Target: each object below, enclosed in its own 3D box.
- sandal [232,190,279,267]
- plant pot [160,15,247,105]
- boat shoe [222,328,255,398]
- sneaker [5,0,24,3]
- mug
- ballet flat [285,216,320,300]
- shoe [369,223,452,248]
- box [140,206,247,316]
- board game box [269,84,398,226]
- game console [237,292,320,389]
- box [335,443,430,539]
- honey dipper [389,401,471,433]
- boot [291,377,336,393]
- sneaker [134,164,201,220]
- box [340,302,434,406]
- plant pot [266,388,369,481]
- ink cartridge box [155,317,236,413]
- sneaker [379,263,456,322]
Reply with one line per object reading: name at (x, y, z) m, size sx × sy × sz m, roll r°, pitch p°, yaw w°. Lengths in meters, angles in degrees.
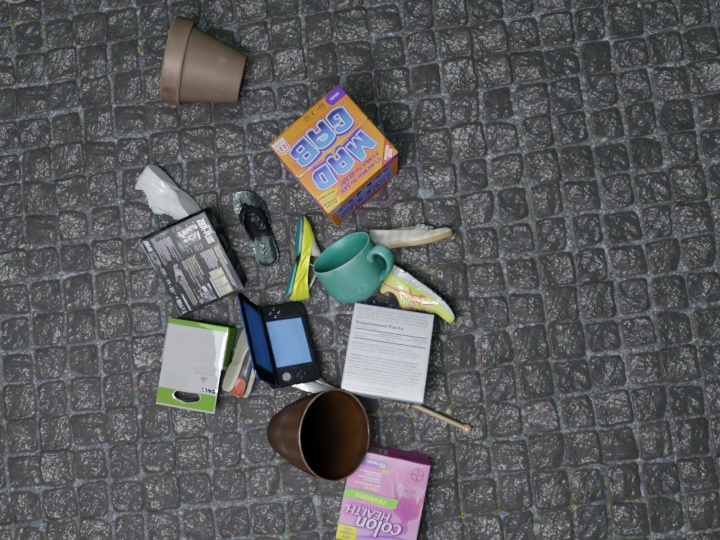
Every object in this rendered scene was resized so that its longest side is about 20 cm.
sandal at (-0.249, -0.105, 1.420) m, size 0.075 × 0.048 × 0.201 m, roll -25°, pitch 85°, yaw 1°
plant pot at (-0.366, -0.477, 1.400) m, size 0.174 × 0.200 × 0.201 m, roll 13°, pitch 86°, yaw -12°
boat shoe at (-0.258, 0.199, 1.390) m, size 0.062 × 0.071 × 0.201 m, roll 30°, pitch 71°, yaw -31°
sneaker at (-0.832, -0.762, 1.492) m, size 0.199 × 0.078 × 0.100 m, roll -19°, pitch 81°, yaw 1°
mug at (-0.010, 0.005, 1.332) m, size 0.152 × 0.185 × 0.115 m, roll -38°, pitch 114°, yaw -10°
ballet flat at (-0.131, -0.026, 1.407) m, size 0.067 × 0.067 × 0.201 m, roll 10°, pitch 89°, yaw -17°
shoe at (0.117, -0.084, 1.388) m, size 0.199 × 0.070 × 0.054 m, roll -9°, pitch 93°, yaw 5°
box at (-0.383, -0.022, 1.372) m, size 0.163 × 0.086 × 0.200 m, roll -25°, pitch 105°, yaw 1°
board game box at (-0.052, -0.251, 1.345) m, size 0.200 × 0.200 × 0.200 m, roll -41°, pitch 84°, yaw 0°
game console at (-0.178, 0.148, 1.306) m, size 0.170 × 0.118 × 0.200 m, roll -7°, pitch 64°, yaw -23°
box at (0.051, 0.509, 1.331) m, size 0.175 × 0.097 × 0.201 m, roll 12°, pitch 87°, yaw 4°
honey dipper at (0.165, 0.329, 1.369) m, size 0.199 × 0.038 × 0.038 m, roll 22°, pitch 87°, yaw 4°
boot at (-0.134, 0.229, 1.378) m, size 0.199 × 0.074 × 0.096 m, roll 20°, pitch 74°, yaw -6°
sneaker at (-0.465, -0.159, 1.434) m, size 0.200 × 0.075 × 0.088 m, roll 47°, pitch 107°, yaw 6°
box at (0.061, 0.190, 1.334) m, size 0.183 × 0.105 × 0.201 m, roll 9°, pitch 74°, yaw 4°
plant pot at (-0.113, 0.357, 1.298) m, size 0.187 × 0.200 × 0.188 m, roll 11°, pitch 73°, yaw -39°
ink cartridge box at (-0.387, 0.220, 1.389) m, size 0.147 × 0.076 × 0.201 m, roll 9°, pitch 87°, yaw 3°
sneaker at (0.132, 0.069, 1.379) m, size 0.200 × 0.078 × 0.090 m, roll 35°, pitch 96°, yaw 11°
